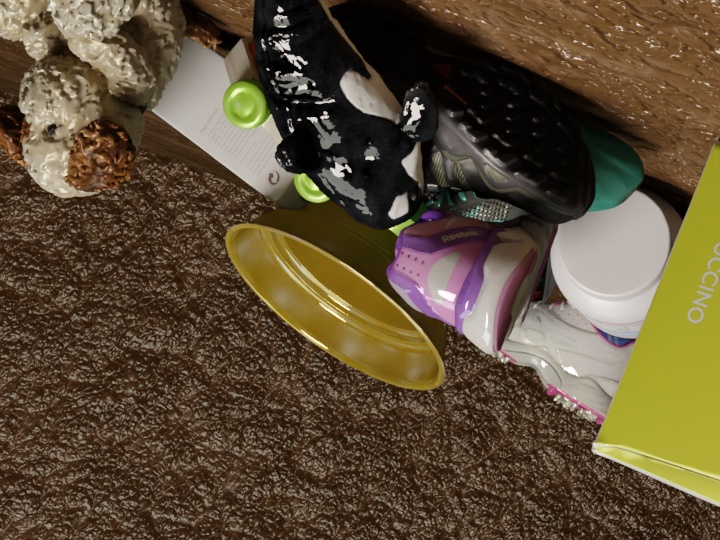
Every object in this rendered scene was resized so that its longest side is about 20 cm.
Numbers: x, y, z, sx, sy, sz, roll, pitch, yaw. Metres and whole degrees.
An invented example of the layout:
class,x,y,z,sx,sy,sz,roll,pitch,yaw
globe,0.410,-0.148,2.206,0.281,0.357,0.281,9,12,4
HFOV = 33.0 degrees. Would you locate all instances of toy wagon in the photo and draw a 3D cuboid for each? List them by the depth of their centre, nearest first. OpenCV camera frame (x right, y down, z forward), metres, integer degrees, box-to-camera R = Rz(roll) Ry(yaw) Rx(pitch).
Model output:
class,x,y,z,sx,sy,sz,roll,pitch,yaw
toy wagon,-0.010,-0.088,0.866,0.200,0.040,0.155,46,-156,4

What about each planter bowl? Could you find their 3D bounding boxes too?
class,x,y,z,sx,sy,sz,roll,pitch,yaw
planter bowl,0.000,0.000,0.940,0.200,0.084,0.201,31,160,13

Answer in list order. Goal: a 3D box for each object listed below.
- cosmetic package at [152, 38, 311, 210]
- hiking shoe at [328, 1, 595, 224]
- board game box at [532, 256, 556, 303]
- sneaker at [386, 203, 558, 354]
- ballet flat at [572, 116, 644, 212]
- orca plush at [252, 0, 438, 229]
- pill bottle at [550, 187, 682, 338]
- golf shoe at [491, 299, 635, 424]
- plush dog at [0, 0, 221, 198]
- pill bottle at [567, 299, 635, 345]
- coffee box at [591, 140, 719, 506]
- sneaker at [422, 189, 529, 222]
class,x,y,z,sx,sy,sz,roll,pitch,yaw
cosmetic package,-0.103,-0.125,1.002,0.200,0.071,0.101,37,-177,21
hiking shoe,0.048,-0.084,0.745,0.200,0.076,0.101,31,149,-5
board game box,0.120,-0.027,1.139,0.200,0.127,0.035,24,-169,-41
sneaker,0.069,-0.007,0.762,0.088,0.081,0.200,19,-170,13
ballet flat,0.085,-0.089,0.798,0.199,0.068,0.070,19,164,26
orca plush,-0.018,-0.085,0.657,0.105,0.071,0.200,14,143,20
pill bottle,0.211,-0.008,0.976,0.108,0.109,0.200,21,178,18
golf shoe,0.163,0.055,1.100,0.200,0.092,0.075,34,178,-1
plush dog,-0.199,-0.137,0.906,0.160,0.172,0.200,22,177,-38
pill bottle,0.302,0.035,1.120,0.199,0.112,0.112,21,178,27
coffee box,0.289,0.064,0.730,0.199,0.200,0.198,21,178,32
sneaker,0.085,-0.049,0.916,0.091,0.078,0.200,23,148,-10
